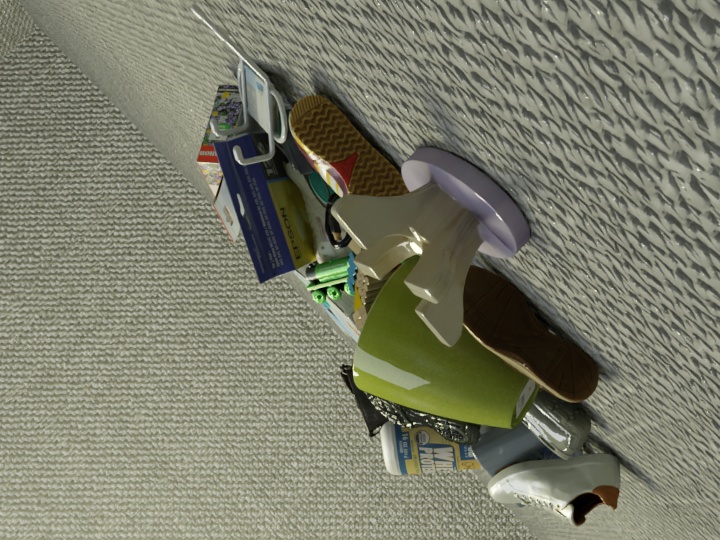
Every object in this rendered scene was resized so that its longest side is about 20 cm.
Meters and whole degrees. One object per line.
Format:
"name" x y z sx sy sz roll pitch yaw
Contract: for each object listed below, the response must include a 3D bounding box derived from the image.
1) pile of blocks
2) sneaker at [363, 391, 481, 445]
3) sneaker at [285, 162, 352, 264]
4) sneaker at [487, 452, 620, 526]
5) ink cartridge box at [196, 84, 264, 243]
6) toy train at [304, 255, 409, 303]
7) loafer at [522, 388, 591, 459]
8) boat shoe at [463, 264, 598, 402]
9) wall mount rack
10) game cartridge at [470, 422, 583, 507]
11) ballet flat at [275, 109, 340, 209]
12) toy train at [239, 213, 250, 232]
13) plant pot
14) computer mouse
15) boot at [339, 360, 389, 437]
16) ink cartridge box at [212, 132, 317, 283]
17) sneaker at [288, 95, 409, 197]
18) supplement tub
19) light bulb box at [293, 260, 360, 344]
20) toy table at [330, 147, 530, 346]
"pile of blocks" 0.023 -0.018 1.277 0.082 0.061 0.203 47 141 46
"sneaker" 0.090 0.169 1.329 0.197 0.091 0.076 16 150 31
"sneaker" -0.047 -0.069 1.400 0.200 0.099 0.075 48 -177 -4
"sneaker" 0.259 0.308 1.337 0.198 0.086 0.073 -20 140 35
"ink cartridge box" -0.192 -0.154 1.411 0.049 0.203 0.109 5 153 13
"toy train" 0.000 0.000 1.354 0.198 0.042 0.057 -14 116 36
"loafer" 0.212 0.169 1.290 0.200 0.069 0.071 43 127 28
"boat shoe" 0.175 0.075 1.088 0.199 0.072 0.072 38 169 13
"wall mount rack" -0.154 -0.236 1.220 0.200 0.073 0.176 -132 34 -55
"game cartridge" 0.253 0.272 1.413 0.200 0.132 0.042 49 -159 -45
"ballet flat" -0.044 -0.133 1.236 0.201 0.068 0.068 53 -172 33
"toy train" -0.148 -0.124 1.542 0.113 0.085 0.202 4 -131 -38
"plant pot" 0.122 0.109 1.215 0.198 0.189 0.188 27 165 23
"computer mouse" -0.052 -0.115 1.168 0.034 0.058 0.202 41 -158 -60
"boot" 0.051 0.121 1.409 0.069 0.171 0.203 65 -172 -78
"ink cartridge box" -0.124 -0.096 1.378 0.200 0.046 0.201 -36 -72 -76
"sneaker" -0.006 -0.114 1.117 0.201 0.075 0.090 54 179 -7
"supplement tub" 0.132 0.228 1.474 0.145 0.196 0.148 -6 -90 -83
"light bulb box" 0.016 0.041 1.540 0.198 0.125 0.201 38 170 47
"toy table" 0.068 -0.031 0.946 0.184 0.117 0.200 47 171 -9
